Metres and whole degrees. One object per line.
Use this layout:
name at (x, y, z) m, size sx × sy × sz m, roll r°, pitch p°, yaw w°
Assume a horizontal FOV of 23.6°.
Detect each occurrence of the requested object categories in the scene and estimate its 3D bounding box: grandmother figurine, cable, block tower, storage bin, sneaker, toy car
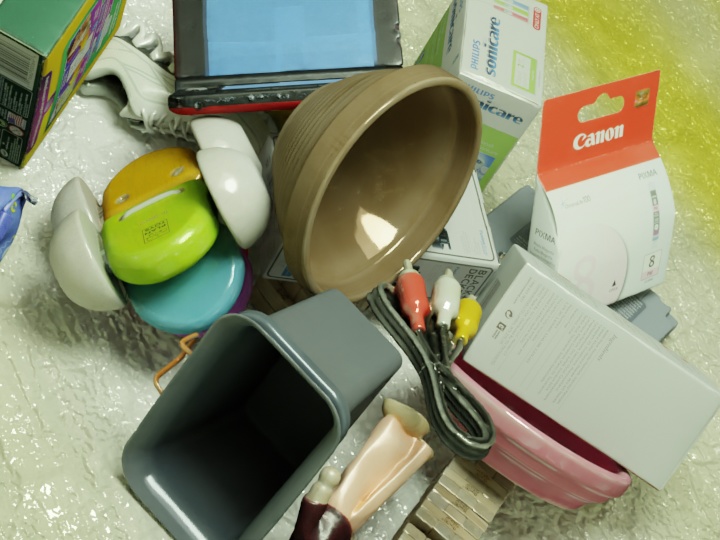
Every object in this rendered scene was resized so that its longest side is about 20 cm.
grandmother figurine at (-0.019, 0.188, 1.296) m, size 0.060 × 0.122 × 0.200 m, roll 22°, pitch 60°, yaw 32°
cable at (0.058, 0.059, 1.312) m, size 0.097 × 0.050 × 0.200 m, roll 25°, pitch 25°, yaw -20°
block tower at (0.000, 0.000, 1.509) m, size 0.199 × 0.054 × 0.058 m, roll -22°, pitch 66°, yaw -40°
storage bin at (-0.071, 0.102, 1.292) m, size 0.146 × 0.200 × 0.134 m, roll 45°, pitch 34°, yaw 10°
sneaker at (-0.164, -0.144, 1.537) m, size 0.199 × 0.075 × 0.081 m, roll 31°, pitch 51°, yaw 10°
toy car at (-0.146, -0.019, 1.377) m, size 0.174 × 0.151 × 0.200 m, roll -25°, pitch 23°, yaw 0°
block tower at (0.047, 0.224, 1.330) m, size 0.054 × 0.058 × 0.200 m, roll 38°, pitch 42°, yaw 4°

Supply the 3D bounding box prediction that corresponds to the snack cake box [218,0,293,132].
snack cake box at (-0.073, -0.166, 1.568) m, size 0.200 × 0.115 × 0.067 m, roll 45°, pitch 46°, yaw 13°

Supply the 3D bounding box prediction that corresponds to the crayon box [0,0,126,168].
crayon box at (-0.246, -0.202, 1.409) m, size 0.058 × 0.200 × 0.173 m, roll 29°, pitch 63°, yaw -3°

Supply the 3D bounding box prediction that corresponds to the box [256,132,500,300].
box at (0.010, -0.042, 1.469) m, size 0.199 × 0.060 × 0.117 m, roll 7°, pitch 50°, yaw -24°

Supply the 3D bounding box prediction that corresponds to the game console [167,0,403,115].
game console at (-0.062, -0.198, 1.452) m, size 0.199 × 0.119 × 0.172 m, roll -4°, pitch 8°, yaw -1°

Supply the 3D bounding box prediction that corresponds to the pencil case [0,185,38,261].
pencil case at (-0.358, -0.066, 1.343) m, size 0.199 × 0.087 × 0.078 m, roll 27°, pitch 69°, yaw -5°

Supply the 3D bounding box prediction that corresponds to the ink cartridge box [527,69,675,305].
ink cartridge box at (0.220, -0.064, 1.544) m, size 0.162 × 0.201 × 0.057 m, roll -18°, pitch 37°, yaw -38°

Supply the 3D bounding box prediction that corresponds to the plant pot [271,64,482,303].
plant pot at (-0.004, -0.081, 1.340) m, size 0.093 × 0.202 × 0.200 m, roll 35°, pitch 41°, yaw 29°

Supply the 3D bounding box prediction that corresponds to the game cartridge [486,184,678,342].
game cartridge at (0.193, 0.015, 1.619) m, size 0.200 × 0.041 × 0.133 m, roll 44°, pitch 42°, yaw 11°

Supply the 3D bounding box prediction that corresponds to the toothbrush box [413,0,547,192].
toothbrush box at (0.088, -0.145, 1.580) m, size 0.086 × 0.200 × 0.146 m, roll 20°, pitch 44°, yaw -12°

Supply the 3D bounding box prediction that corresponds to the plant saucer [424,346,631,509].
plant saucer at (0.127, 0.131, 1.413) m, size 0.200 × 0.051 × 0.201 m, roll 33°, pitch 6°, yaw -4°

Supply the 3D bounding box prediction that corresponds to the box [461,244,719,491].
box at (0.189, 0.078, 1.448) m, size 0.199 × 0.098 × 0.124 m, roll 34°, pitch 7°, yaw -4°
